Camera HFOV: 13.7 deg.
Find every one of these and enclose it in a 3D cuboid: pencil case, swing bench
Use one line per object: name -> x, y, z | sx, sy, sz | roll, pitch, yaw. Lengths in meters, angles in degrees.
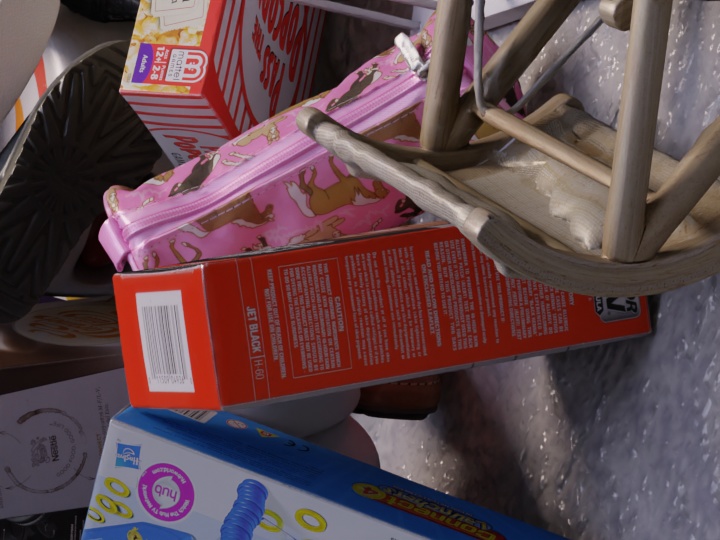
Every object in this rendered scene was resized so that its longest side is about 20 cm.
pencil case -> -0.019, -0.044, 1.362 | 0.199, 0.087, 0.083 | -29, 27, 12
swing bench -> 0.094, -0.098, 1.177 | 0.201, 0.129, 0.199 | -66, 26, 7

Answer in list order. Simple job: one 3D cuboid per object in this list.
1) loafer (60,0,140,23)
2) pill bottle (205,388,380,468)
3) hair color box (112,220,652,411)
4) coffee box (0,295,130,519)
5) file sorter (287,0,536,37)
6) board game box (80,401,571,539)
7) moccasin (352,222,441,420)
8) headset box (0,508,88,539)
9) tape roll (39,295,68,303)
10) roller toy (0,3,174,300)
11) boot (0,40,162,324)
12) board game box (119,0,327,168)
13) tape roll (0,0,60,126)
loafer -> -0.086, -0.184, 1.615 | 0.201, 0.070, 0.068 | -43, -30, -47
pill bottle -> -0.047, 0.126, 1.355 | 0.116, 0.115, 0.201 | -130, 36, -59
hair color box -> 0.009, 0.014, 1.243 | 0.101, 0.199, 0.062 | -4, 94, 63
coffee box -> -0.138, 0.066, 1.524 | 0.114, 0.199, 0.080 | -151, 57, -63
file sorter -> 0.035, -0.197, 1.377 | 0.200, 0.124, 0.140 | -11, 70, 63
board game box -> -0.030, 0.176, 1.264 | 0.056, 0.199, 0.197 | -36, -37, -68
moccasin -> 0.002, 0.000, 1.434 | 0.202, 0.073, 0.078 | -101, 24, -57
headset box -> -0.229, 0.138, 1.699 | 0.077, 0.199, 0.150 | -36, 49, 55
tape roll -> -0.192, 0.116, 1.630 | 0.066, 0.199, 0.201 | -19, 62, 60
roller toy -> -0.137, -0.074, 1.667 | 0.182, 0.139, 0.201 | -2, 88, 61
boot -> -0.198, -0.046, 1.553 | 0.182, 0.073, 0.200 | -50, 22, -17
board game box -> -0.060, -0.146, 1.515 | 0.152, 0.046, 0.201 | 57, -140, -63
tape roll -> -0.235, -0.096, 1.554 | 0.202, 0.037, 0.203 | -35, 32, 25
